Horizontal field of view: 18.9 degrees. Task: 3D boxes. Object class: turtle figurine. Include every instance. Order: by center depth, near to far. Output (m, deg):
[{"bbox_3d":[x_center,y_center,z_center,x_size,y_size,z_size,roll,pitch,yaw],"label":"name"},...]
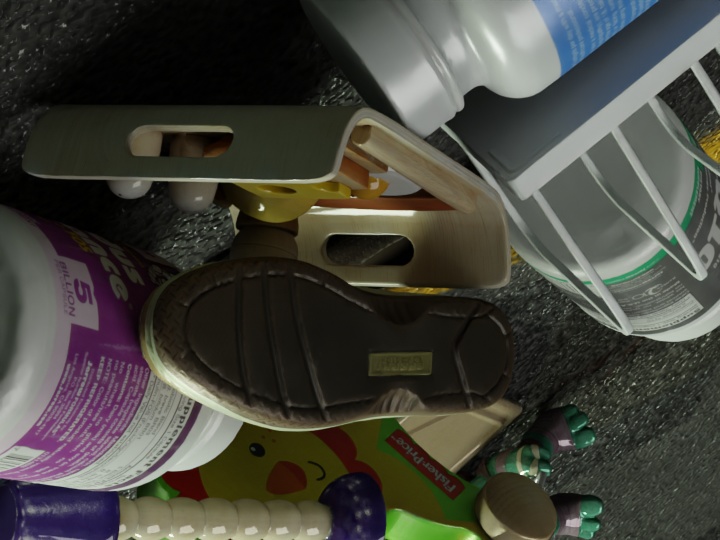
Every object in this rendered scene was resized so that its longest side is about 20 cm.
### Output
[{"bbox_3d":[0.094,0.172,1.455,0.200,0.100,0.151,-32,136,-51],"label":"turtle figurine"}]

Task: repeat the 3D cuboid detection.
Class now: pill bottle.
[{"bbox_3d":[0.076,-0.145,0.924,0.199,0.112,0.112,-38,155,-4],"label":"pill bottle"},{"bbox_3d":[-0.130,0.037,0.944,0.112,0.113,0.200,-45,155,13],"label":"pill bottle"},{"bbox_3d":[0.155,-0.027,1.224,0.113,0.113,0.200,-42,155,7],"label":"pill bottle"}]

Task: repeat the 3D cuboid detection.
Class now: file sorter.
[{"bbox_3d":[0.150,-0.086,1.037,0.199,0.139,0.125,-38,120,-2],"label":"file sorter"}]

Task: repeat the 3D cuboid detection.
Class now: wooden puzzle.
[{"bbox_3d":[0.006,0.132,1.379,0.185,0.037,0.200,-44,160,9],"label":"wooden puzzle"}]

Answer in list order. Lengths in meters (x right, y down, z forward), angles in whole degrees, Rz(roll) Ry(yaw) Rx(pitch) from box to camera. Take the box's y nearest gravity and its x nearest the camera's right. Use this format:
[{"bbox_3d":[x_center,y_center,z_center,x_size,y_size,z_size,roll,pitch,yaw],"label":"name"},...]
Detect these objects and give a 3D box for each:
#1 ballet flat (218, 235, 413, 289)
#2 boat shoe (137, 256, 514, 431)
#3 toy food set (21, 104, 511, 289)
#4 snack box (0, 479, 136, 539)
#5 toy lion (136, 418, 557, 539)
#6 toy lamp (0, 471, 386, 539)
[{"bbox_3d":[0.000,0.000,1.135,0.199,0.046,0.068,-18,148,-38],"label":"ballet flat"},{"bbox_3d":[-0.025,0.036,0.957,0.199,0.076,0.072,12,84,-41],"label":"boat shoe"},{"bbox_3d":[-0.034,-0.024,0.936,0.200,0.142,0.061,26,69,-63],"label":"toy food set"},{"bbox_3d":[-0.172,0.128,1.078,0.199,0.072,0.024,15,106,-60],"label":"snack box"},{"bbox_3d":[-0.016,0.131,1.166,0.192,0.200,0.069,-39,165,-50],"label":"toy lion"},{"bbox_3d":[-0.083,0.123,1.051,0.198,0.058,0.058,7,132,-31],"label":"toy lamp"}]
